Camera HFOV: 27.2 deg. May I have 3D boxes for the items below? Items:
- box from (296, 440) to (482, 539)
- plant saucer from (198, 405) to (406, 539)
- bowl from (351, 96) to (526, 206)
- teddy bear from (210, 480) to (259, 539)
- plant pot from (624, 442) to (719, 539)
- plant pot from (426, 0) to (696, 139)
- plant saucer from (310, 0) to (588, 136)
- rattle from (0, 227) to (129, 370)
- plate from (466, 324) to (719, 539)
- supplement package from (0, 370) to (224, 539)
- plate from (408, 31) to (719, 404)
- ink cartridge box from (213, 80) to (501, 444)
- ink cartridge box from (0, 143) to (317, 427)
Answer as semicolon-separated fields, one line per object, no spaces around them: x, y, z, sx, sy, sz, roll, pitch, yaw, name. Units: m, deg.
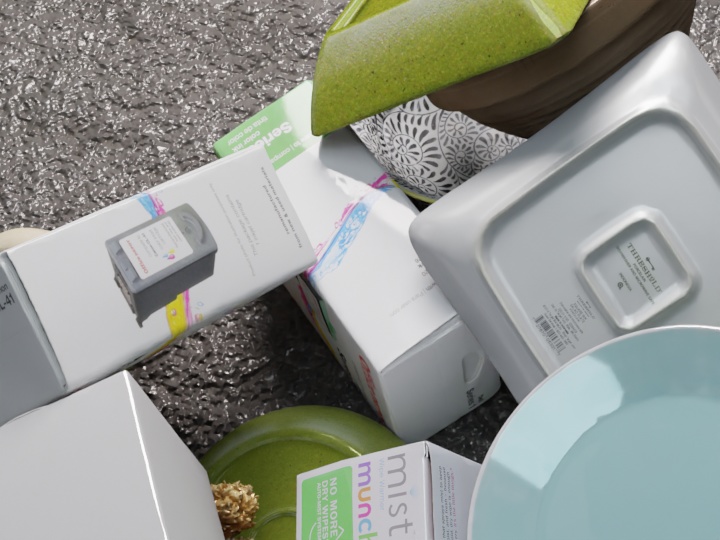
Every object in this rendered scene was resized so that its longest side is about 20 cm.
0.054;0.215;0.790;0.096;0.176;0.203;-19;60;34;box
-0.043;0.179;0.933;0.197;0.031;0.203;-6;69;15;plant saucer
0.088;-0.110;1.045;0.198;0.094;0.203;-4;63;7;bowl
-0.083;0.190;0.869;0.066;0.198;0.147;-21;98;-44;teddy bear
0.223;0.156;0.757;0.199;0.188;0.188;30;71;26;plant pot
0.137;-0.144;0.927;0.200;0.093;0.201;-33;21;14;plant pot
0.066;-0.183;0.913;0.198;0.048;0.201;-16;31;41;plant saucer
-0.225;0.004;1.053;0.198;0.131;0.144;-7;47;35;rattle
0.145;0.118;0.713;0.198;0.026;0.202;-17;51;22;plate
-0.126;0.178;0.744;0.120;0.120;0.202;-24;53;3;supplement package
0.154;0.002;0.837;0.199;0.032;0.201;-35;86;11;plate
0.000;0.000;0.974;0.083;0.145;0.201;-33;64;-8;ink cartridge box
-0.145;0.014;0.872;0.199;0.147;0.086;-29;92;-43;ink cartridge box
